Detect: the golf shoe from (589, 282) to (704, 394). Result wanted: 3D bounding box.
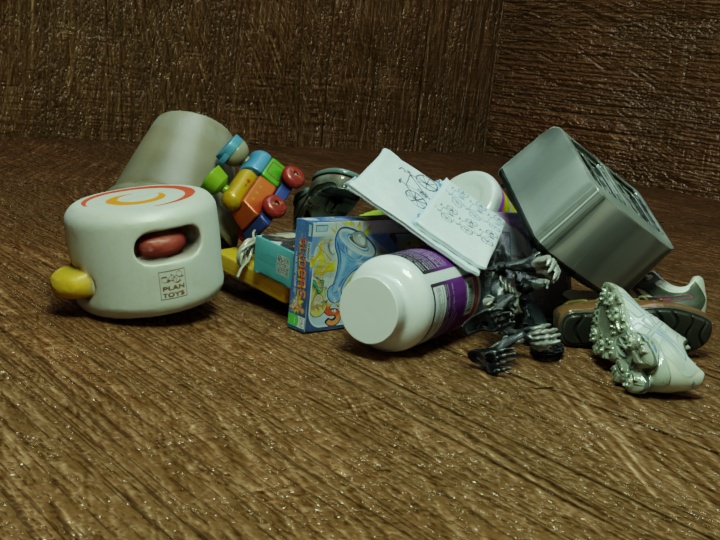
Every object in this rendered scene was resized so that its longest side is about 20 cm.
[{"bbox_3d":[0.331,0.084,1.237,0.096,0.079,0.200,11,27,-11],"label":"golf shoe"}]

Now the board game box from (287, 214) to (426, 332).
[{"bbox_3d":[0.000,0.000,1.331,0.199,0.137,0.034,-6,16,-42],"label":"board game box"}]

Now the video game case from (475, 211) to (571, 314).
[{"bbox_3d":[0.211,-0.009,1.467,0.198,0.144,0.019,-1,-3,-30],"label":"video game case"}]

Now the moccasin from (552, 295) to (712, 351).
[{"bbox_3d":[0.348,0.068,1.360,0.199,0.074,0.078,-3,19,4],"label":"moccasin"}]

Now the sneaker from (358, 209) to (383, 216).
[{"bbox_3d":[0.065,-0.057,1.499,0.199,0.084,0.074,-21,-11,40],"label":"sneaker"}]

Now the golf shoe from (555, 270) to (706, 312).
[{"bbox_3d":[0.369,0.039,1.442,0.198,0.089,0.077,9,4,12],"label":"golf shoe"}]

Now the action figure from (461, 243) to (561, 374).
[{"bbox_3d":[0.187,0.043,1.242,0.101,0.120,0.200,-2,24,25],"label":"action figure"}]

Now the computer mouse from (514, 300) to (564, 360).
[{"bbox_3d":[0.219,0.069,1.351,0.058,0.034,0.200,6,14,-9],"label":"computer mouse"}]

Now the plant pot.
[{"bbox_3d":[-0.253,-0.120,1.496,0.198,0.175,0.200,10,-23,4],"label":"plant pot"}]

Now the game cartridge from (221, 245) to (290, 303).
[{"bbox_3d":[-0.068,-0.003,1.429,0.199,0.033,0.176,-13,26,-40],"label":"game cartridge"}]

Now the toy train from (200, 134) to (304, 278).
[{"bbox_3d":[-0.163,-0.090,1.390,0.115,0.085,0.201,39,42,-11],"label":"toy train"}]

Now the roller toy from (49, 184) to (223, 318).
[{"bbox_3d":[-0.260,-0.019,1.280,0.181,0.141,0.200,0,16,15],"label":"roller toy"}]

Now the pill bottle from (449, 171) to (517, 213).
[{"bbox_3d":[0.193,-0.050,1.562,0.104,0.105,0.200,16,-22,41],"label":"pill bottle"}]

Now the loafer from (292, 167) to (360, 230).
[{"bbox_3d":[-0.046,-0.083,1.409,0.071,0.063,0.200,18,-14,-15],"label":"loafer"}]

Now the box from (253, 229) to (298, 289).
[{"bbox_3d":[-0.036,-0.025,1.375,0.199,0.050,0.082,-11,25,-41],"label":"box"}]

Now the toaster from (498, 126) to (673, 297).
[{"bbox_3d":[0.291,-0.069,1.382,0.180,0.119,0.201,30,28,-32],"label":"toaster"}]

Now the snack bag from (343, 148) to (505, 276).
[{"bbox_3d":[0.088,-0.084,1.343,0.199,0.021,0.189,34,27,2],"label":"snack bag"}]

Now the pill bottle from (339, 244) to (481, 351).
[{"bbox_3d":[0.058,0.032,1.260,0.112,0.114,0.200,12,13,29],"label":"pill bottle"}]
